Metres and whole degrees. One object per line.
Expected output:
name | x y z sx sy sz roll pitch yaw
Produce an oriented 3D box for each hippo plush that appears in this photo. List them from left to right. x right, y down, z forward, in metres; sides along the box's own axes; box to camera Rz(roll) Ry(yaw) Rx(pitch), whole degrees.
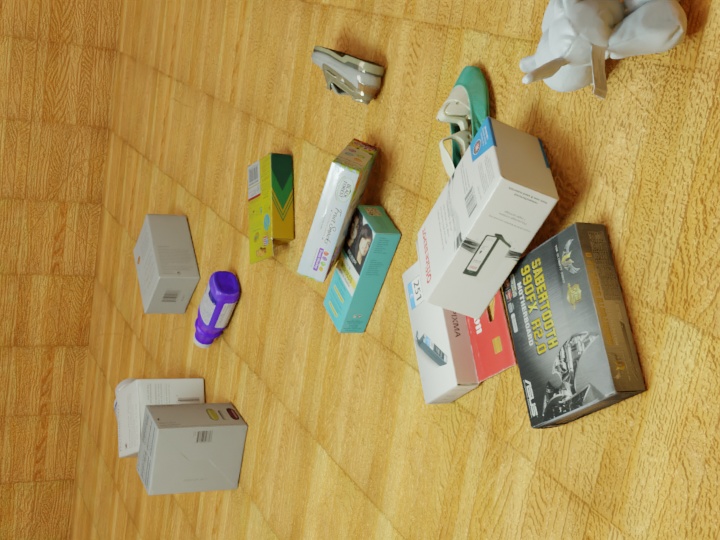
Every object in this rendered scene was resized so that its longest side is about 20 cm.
hippo plush | 0.262 -0.255 1.099 0.161 0.157 0.203 80 -158 -78

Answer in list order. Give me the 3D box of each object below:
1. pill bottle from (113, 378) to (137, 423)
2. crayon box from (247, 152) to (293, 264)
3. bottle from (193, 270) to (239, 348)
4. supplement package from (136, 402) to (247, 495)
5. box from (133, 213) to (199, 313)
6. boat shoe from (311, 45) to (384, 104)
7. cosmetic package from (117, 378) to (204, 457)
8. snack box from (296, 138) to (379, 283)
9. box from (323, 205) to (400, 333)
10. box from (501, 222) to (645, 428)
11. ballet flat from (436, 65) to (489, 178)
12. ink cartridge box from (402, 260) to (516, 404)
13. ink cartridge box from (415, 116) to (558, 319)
pill bottle | -0.598 0.383 2.686 0.200 0.111 0.113 56 135 49
crayon box | -0.178 -0.118 1.981 0.127 0.050 0.203 -14 75 62
bottle | -0.324 0.093 2.232 0.201 0.065 0.084 -63 36 39
supplement package | -0.360 0.377 2.139 0.111 0.198 0.158 37 120 56
box | -0.486 -0.016 2.502 0.153 0.105 0.202 -57 41 45
boat shoe | -0.032 -0.331 1.691 0.200 0.074 0.069 37 115 56
cosmetic package | -0.478 0.354 2.402 0.200 0.164 0.170 -29 63 59
snack box | -0.036 -0.098 1.624 0.142 0.052 0.202 -61 -9 -64
box | 0.000 0.000 1.636 0.083 0.049 0.202 58 138 46
box | 0.242 0.068 1.172 0.158 0.048 0.202 -39 55 56
ballet flat | 0.139 -0.189 1.360 0.067 0.070 0.203 -27 64 59
ink cartridge box | 0.130 0.064 1.390 0.176 0.044 0.202 -43 52 55
ink cartridge box | 0.152 -0.064 1.255 0.147 0.083 0.201 -92 25 -52
